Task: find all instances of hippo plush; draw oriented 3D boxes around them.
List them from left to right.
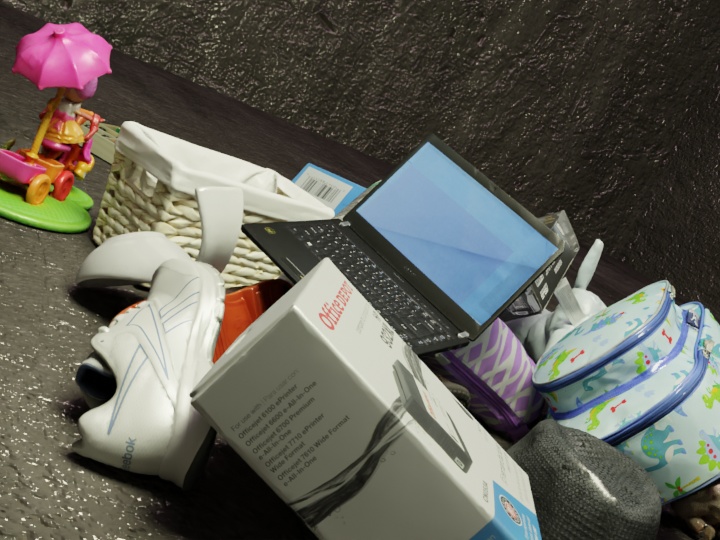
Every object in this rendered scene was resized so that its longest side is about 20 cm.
[{"bbox_3d":[0.203,0.095,1.097,0.160,0.159,0.201,-2,-57,53],"label":"hippo plush"}]

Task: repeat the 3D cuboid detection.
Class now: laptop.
[{"bbox_3d":[0.038,-0.027,0.822,0.177,0.104,0.199,43,29,29],"label":"laptop"}]

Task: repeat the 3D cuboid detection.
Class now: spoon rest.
[{"bbox_3d":[-0.158,-0.009,0.788,0.099,0.061,0.199,-3,-13,-38],"label":"spoon rest"}]

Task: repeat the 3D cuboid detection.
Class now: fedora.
[{"bbox_3d":[0.156,0.171,0.719,0.199,0.092,0.201,24,11,-5],"label":"fedora"}]

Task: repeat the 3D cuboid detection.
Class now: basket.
[{"bbox_3d":[-0.150,-0.047,0.985,0.199,0.124,0.135,15,14,-43],"label":"basket"}]

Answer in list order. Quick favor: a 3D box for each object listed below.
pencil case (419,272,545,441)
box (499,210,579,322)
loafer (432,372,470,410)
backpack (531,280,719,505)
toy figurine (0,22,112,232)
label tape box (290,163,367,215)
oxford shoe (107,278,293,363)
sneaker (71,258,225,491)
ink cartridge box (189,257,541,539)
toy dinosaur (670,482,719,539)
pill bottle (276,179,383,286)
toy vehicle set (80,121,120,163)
[{"bbox_3d":[0.103,0.079,0.922,0.200,0.084,0.086,41,24,-42],"label":"pencil case"},{"bbox_3d":[0.115,0.011,1.040,0.050,0.199,0.158,64,33,-13],"label":"box"},{"bbox_3d":[0.011,0.101,0.819,0.071,0.073,0.199,29,1,41],"label":"loafer"},{"bbox_3d":[0.242,0.116,0.883,0.147,0.182,0.200,52,27,-7],"label":"backpack"},{"bbox_3d":[-0.301,-0.155,0.995,0.149,0.185,0.200,26,11,5],"label":"toy figurine"},{"bbox_3d":[-0.014,-0.023,1.237,0.143,0.063,0.201,26,-31,22],"label":"label tape box"},{"bbox_3d":[-0.133,0.049,0.787,0.072,0.072,0.199,-9,-2,35],"label":"oxford shoe"},{"bbox_3d":[-0.134,0.051,0.636,0.086,0.075,0.201,13,29,-15],"label":"sneaker"},{"bbox_3d":[0.010,0.101,0.584,0.200,0.084,0.145,47,11,-4],"label":"ink cartridge box"},{"bbox_3d":[0.343,0.216,0.963,0.199,0.086,0.136,30,3,-4],"label":"toy dinosaur"},{"bbox_3d":[0.000,0.000,0.953,0.113,0.114,0.200,28,41,16],"label":"pill bottle"},{"bbox_3d":[-0.307,-0.156,1.388,0.199,0.027,0.124,29,12,18],"label":"toy vehicle set"}]
